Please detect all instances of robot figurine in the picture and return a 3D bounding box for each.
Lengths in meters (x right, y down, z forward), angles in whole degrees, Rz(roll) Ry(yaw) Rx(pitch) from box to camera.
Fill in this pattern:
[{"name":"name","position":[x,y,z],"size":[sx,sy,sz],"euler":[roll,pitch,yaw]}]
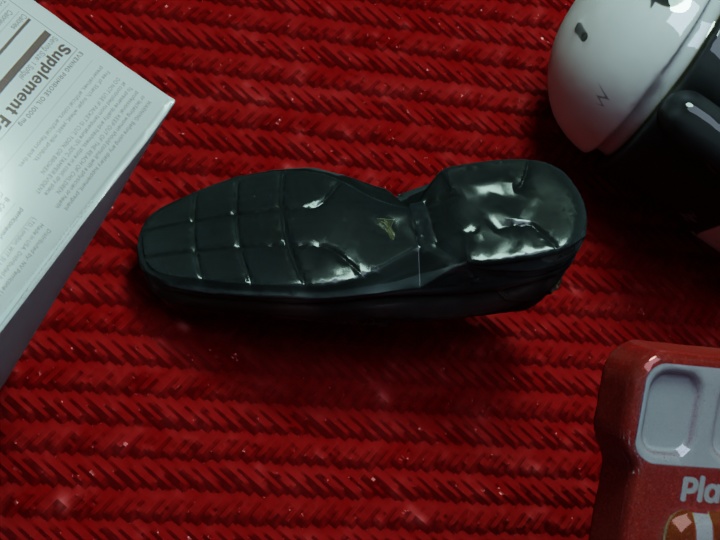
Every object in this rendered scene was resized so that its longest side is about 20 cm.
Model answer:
[{"name":"robot figurine","position":[0.190,-0.079,1.126],"size":[0.200,0.150,0.125],"euler":[35,73,-5]}]

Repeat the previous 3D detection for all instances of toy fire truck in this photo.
[{"name":"toy fire truck","position":[0.179,0.117,0.947],"size":[0.199,0.112,0.169],"euler":[5,98,-27]}]

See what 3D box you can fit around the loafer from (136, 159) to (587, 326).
[{"name":"loafer","position":[0.000,0.000,1.005],"size":[0.199,0.072,0.073],"euler":[-1,53,-5]}]

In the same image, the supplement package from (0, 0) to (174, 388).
[{"name":"supplement package","position":[-0.178,0.008,0.812],"size":[0.111,0.200,0.156],"euler":[35,49,-4]}]
